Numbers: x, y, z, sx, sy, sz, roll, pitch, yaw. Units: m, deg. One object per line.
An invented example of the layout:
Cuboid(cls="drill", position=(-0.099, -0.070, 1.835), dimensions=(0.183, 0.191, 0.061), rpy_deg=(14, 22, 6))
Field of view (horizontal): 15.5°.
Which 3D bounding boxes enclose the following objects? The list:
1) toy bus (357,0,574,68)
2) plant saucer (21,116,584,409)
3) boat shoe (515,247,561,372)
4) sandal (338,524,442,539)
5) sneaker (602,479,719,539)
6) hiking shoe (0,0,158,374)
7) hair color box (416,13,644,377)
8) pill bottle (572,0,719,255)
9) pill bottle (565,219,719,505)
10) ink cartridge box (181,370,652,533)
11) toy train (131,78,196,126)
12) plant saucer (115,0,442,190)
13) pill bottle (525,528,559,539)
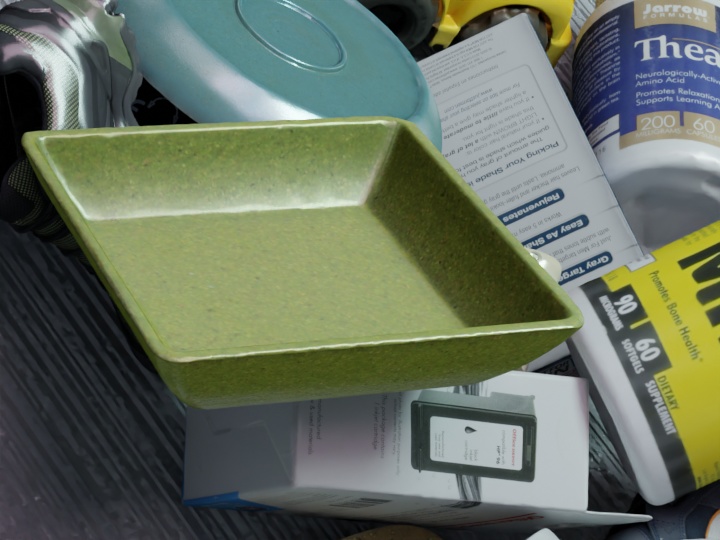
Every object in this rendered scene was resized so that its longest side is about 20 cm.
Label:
Cuboid(cls="toy bus", position=(0.060, -0.221, 1.504), dimensions=(0.199, 0.192, 0.136), rpy_deg=(9, 47, -30))
Cuboid(cls="plant saucer", position=(-0.032, 0.000, 1.177), dimensions=(0.199, 0.048, 0.200), rpy_deg=(-4, 32, -24))
Cuboid(cls="boat shoe", position=(0.000, 0.000, 1.309), dimensions=(0.199, 0.071, 0.063), rpy_deg=(14, 67, 19))
Cuboid(cls="sandal", position=(-0.023, 0.151, 1.207), dimensions=(0.211, 0.070, 0.078), rpy_deg=(-19, 66, -43))
Cuboid(cls="sneaker", position=(0.164, 0.136, 1.346), dimensions=(0.200, 0.078, 0.080), rpy_deg=(3, 56, -46))
Cuboid(cls="hiking shoe", position=(-0.139, -0.034, 1.259), dimensions=(0.101, 0.076, 0.201), rpy_deg=(-28, 102, -36))
Cuboid(cls="hair color box", position=(0.086, -0.029, 1.415), dimensions=(0.100, 0.061, 0.201), rpy_deg=(-25, 61, 4))
Cuboid(cls="pill bottle", position=(0.178, -0.096, 1.533), dimensions=(0.111, 0.111, 0.201), rpy_deg=(21, 44, -18))
Cuboid(cls="pill bottle", position=(0.206, 0.023, 1.282), dimensions=(0.199, 0.114, 0.115), rpy_deg=(-26, 63, 0))
Cuboid(cls="ink cartridge box", position=(0.029, 0.084, 1.258), dimensions=(0.199, 0.116, 0.068), rpy_deg=(8, 78, -29))
Cuboid(cls="toy train", position=(-0.074, -0.086, 1.377), dimensions=(0.200, 0.087, 0.114), rpy_deg=(30, 33, -5))
Cuboid(cls="plant saucer", position=(-0.040, -0.113, 1.340), dimensions=(0.200, 0.027, 0.200), rpy_deg=(26, 28, -15))
Cuboid(cls="pill bottle", position=(0.119, 0.223, 1.213), dimensions=(0.200, 0.110, 0.109), rpy_deg=(47, 43, 11))
